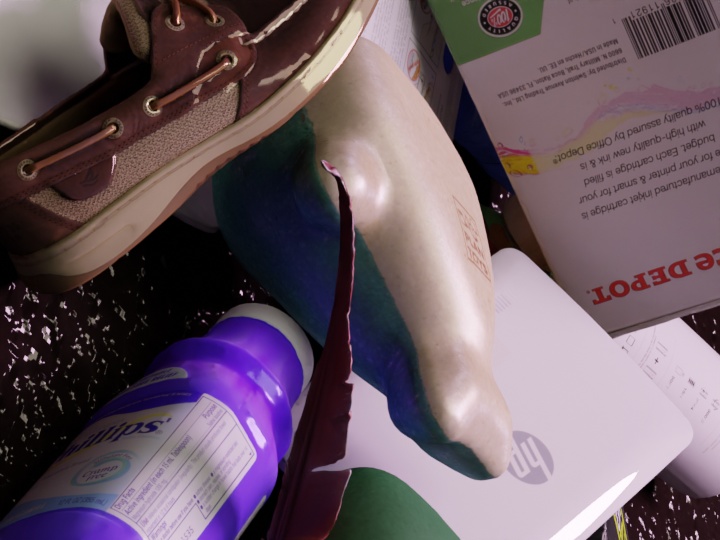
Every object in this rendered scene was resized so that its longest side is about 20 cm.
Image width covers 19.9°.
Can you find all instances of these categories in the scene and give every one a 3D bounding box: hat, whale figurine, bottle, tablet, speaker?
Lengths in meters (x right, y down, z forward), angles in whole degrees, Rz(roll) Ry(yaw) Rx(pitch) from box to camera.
[{"bbox_3d":[-0.022,0.092,0.779,0.177,0.199,0.165,63,19,13],"label":"hat"},{"bbox_3d":[0.000,0.000,0.869,0.159,0.103,0.201,43,25,-60],"label":"whale figurine"},{"bbox_3d":[-0.074,0.078,0.778,0.066,0.083,0.200,60,32,-15],"label":"bottle"},{"bbox_3d":[0.056,0.071,0.914,0.130,0.014,0.200,46,46,12],"label":"tablet"},{"bbox_3d":[0.159,0.058,1.179,0.200,0.081,0.082,37,43,-43],"label":"speaker"}]

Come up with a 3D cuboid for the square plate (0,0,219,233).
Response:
[{"bbox_3d":[-0.110,-0.139,0.862,0.198,0.028,0.202,28,67,-51],"label":"square plate"}]

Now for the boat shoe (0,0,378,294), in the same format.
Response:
[{"bbox_3d":[-0.074,-0.080,0.812,0.200,0.072,0.072,-42,116,-16],"label":"boat shoe"}]

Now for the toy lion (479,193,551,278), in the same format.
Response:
[{"bbox_3d":[0.046,0.015,1.016,0.191,0.069,0.201,19,43,-47],"label":"toy lion"}]

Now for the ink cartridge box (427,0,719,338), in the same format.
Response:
[{"bbox_3d":[0.141,-0.086,0.997,0.201,0.144,0.084,64,29,-13],"label":"ink cartridge box"}]

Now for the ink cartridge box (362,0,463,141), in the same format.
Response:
[{"bbox_3d":[0.002,-0.159,0.979,0.200,0.057,0.164,54,44,-61],"label":"ink cartridge box"}]

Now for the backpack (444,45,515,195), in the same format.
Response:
[{"bbox_3d":[0.127,-0.141,1.128,0.168,0.199,0.163,38,34,-36],"label":"backpack"}]

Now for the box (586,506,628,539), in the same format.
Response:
[{"bbox_3d":[0.104,0.222,0.960,0.201,0.047,0.194,73,19,-46],"label":"box"}]
